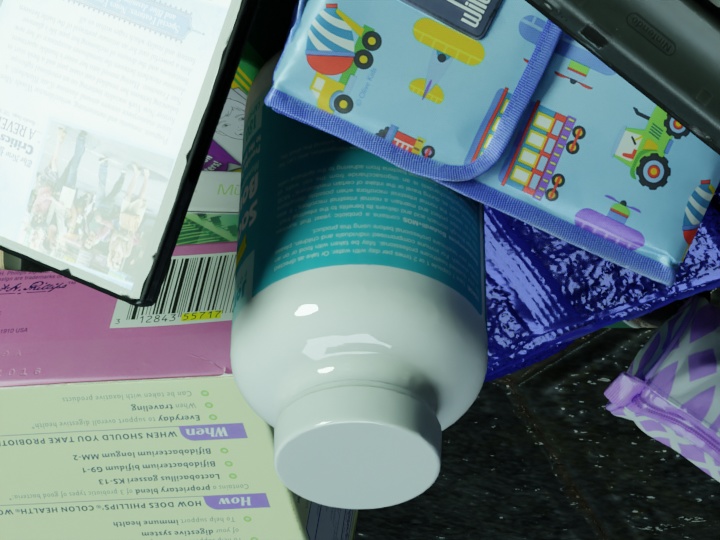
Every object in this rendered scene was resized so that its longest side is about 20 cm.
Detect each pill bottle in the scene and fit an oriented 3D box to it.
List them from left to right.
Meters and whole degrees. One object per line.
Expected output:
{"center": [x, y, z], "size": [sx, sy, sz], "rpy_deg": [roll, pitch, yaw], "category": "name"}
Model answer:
{"center": [0.000, 0.000, 0.977], "size": [0.110, 0.201, 0.111], "rpy_deg": [1, 142, 1], "category": "pill bottle"}

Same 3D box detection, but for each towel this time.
{"center": [0.088, -0.019, 1.126], "size": [0.199, 0.050, 0.148], "rpy_deg": [-26, 119, 33], "category": "towel"}

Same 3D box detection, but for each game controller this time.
{"center": [0.129, -0.120, 0.874], "size": [0.200, 0.105, 0.042], "rpy_deg": [37, 163, -9], "category": "game controller"}

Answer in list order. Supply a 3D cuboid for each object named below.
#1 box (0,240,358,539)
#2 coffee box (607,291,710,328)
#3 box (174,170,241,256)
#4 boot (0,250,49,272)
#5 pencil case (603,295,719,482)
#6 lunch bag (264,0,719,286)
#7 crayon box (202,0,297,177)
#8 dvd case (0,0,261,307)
{"center": [-0.108, 0.092, 1.132], "size": [0.175, 0.097, 0.201], "rpy_deg": [-4, 131, 13], "category": "box"}
{"center": [0.085, -0.010, 1.223], "size": [0.199, 0.044, 0.123], "rpy_deg": [0, 153, 16], "category": "coffee box"}
{"center": [-0.063, 0.033, 1.158], "size": [0.143, 0.036, 0.201], "rpy_deg": [2, 132, 8], "category": "box"}
{"center": [-0.181, -0.104, 0.971], "size": [0.137, 0.202, 0.077], "rpy_deg": [5, 178, 15], "category": "boot"}
{"center": [0.224, 0.101, 1.183], "size": [0.200, 0.086, 0.084], "rpy_deg": [37, 138, 4], "category": "pencil case"}
{"center": [0.060, -0.105, 0.917], "size": [0.199, 0.151, 0.094], "rpy_deg": [23, -177, -16], "category": "lunch bag"}
{"center": [-0.103, -0.087, 1.111], "size": [0.172, 0.059, 0.200], "rpy_deg": [22, 150, -26], "category": "crayon box"}
{"center": [-0.112, -0.102, 0.899], "size": [0.142, 0.201, 0.018], "rpy_deg": [21, -176, 19], "category": "dvd case"}
